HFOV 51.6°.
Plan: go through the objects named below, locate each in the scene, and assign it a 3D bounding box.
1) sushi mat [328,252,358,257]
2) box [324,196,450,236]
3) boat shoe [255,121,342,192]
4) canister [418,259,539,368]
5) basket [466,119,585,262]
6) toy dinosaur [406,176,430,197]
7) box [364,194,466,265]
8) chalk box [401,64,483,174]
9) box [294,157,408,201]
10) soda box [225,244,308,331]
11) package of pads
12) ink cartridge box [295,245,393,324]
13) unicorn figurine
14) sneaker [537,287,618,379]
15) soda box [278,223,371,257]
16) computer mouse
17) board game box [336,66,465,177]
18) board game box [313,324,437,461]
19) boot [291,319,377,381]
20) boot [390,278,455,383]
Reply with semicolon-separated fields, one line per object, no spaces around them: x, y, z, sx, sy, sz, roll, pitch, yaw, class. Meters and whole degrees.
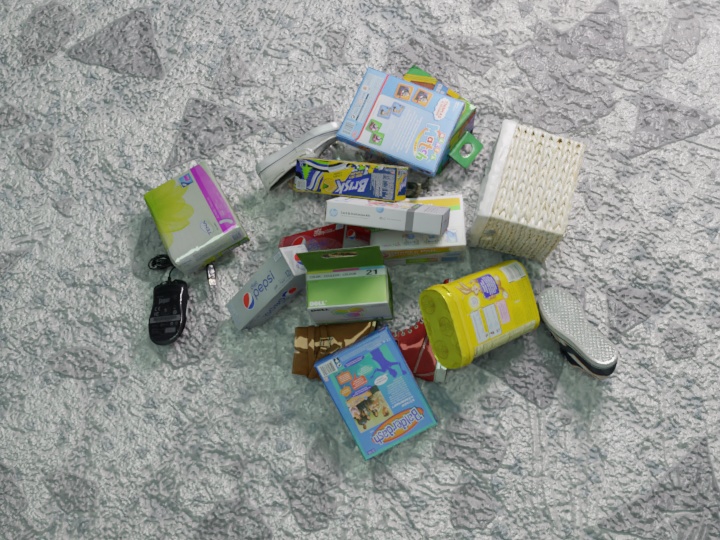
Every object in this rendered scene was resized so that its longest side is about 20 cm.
0.000;0.000;1.379;0.096;0.200;0.012;2;73;7;sushi mat
0.052;-0.098;1.308;0.200;0.156;0.041;7;100;11;box
-0.112;-0.220;1.459;0.200;0.072;0.066;-27;81;10;boat shoe
0.219;0.074;1.344;0.200;0.087;0.149;-19;95;-31;canister
0.304;-0.143;1.392;0.161;0.198;0.200;15;76;5;basket
0.086;-0.154;1.454;0.088;0.200;0.048;-9;95;-32;toy dinosaur
0.100;-0.074;1.435;0.200;0.113;0.102;-4;75;6;box
0.148;-0.285;1.480;0.200;0.124;0.125;37;82;13;chalk box
-0.018;-0.169;1.373;0.200;0.070;0.064;9;100;19;box
-0.168;0.034;1.400;0.200;0.068;0.063;-43;70;36;soda box
-0.334;-0.105;1.492;0.154;0.068;0.200;-30;62;-4;package of pads
-0.026;0.029;1.300;0.148;0.200;0.076;-5;70;6;ink cartridge box
-0.064;-0.220;1.519;0.200;0.074;0.137;-31;74;14;unicorn figurine
0.395;0.121;1.378;0.078;0.079;0.200;-25;49;-7;sneaker
-0.072;-0.040;1.408;0.200;0.070;0.064;-10;70;46;soda box
-0.349;0.054;1.482;0.140;0.046;0.200;-11;63;6;computer mouse
0.076;-0.281;1.406;0.200;0.037;0.151;23;82;11;board game box
0.028;0.223;1.361;0.152;0.045;0.200;-27;93;3;board game box
-0.048;0.116;1.414;0.154;0.074;0.200;8;79;3;boot
0.109;0.102;1.411;0.144;0.072;0.200;12;80;10;boot
